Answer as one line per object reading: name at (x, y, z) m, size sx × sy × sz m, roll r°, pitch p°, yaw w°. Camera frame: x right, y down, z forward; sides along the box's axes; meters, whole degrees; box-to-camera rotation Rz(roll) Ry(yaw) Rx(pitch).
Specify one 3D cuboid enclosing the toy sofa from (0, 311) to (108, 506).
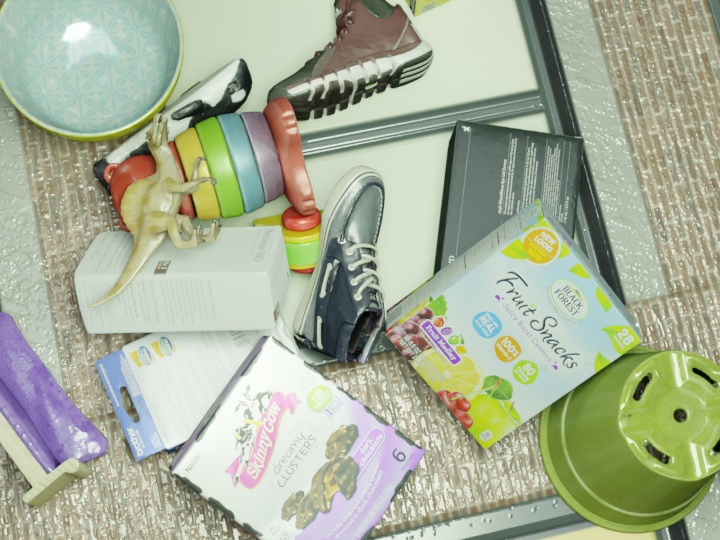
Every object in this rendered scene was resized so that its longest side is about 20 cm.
toy sofa at (-0.348, 0.133, 1.347) m, size 0.097 × 0.083 × 0.200 m, roll -38°, pitch 82°, yaw -10°

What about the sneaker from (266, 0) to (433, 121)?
sneaker at (-0.027, -0.243, 1.472) m, size 0.199 × 0.076 × 0.116 m, roll -20°, pitch 74°, yaw -19°

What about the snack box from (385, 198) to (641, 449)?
snack box at (0.152, 0.055, 1.341) m, size 0.200 × 0.068 × 0.169 m, roll -38°, pitch 107°, yaw 14°

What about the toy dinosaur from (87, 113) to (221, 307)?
toy dinosaur at (-0.193, -0.048, 1.303) m, size 0.100 × 0.058 × 0.202 m, roll 11°, pitch 80°, yaw 17°

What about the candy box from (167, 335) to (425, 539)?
candy box at (-0.065, 0.190, 1.335) m, size 0.199 × 0.072 × 0.168 m, roll 37°, pitch 81°, yaw -7°

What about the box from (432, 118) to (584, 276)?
box at (0.155, -0.047, 1.428) m, size 0.140 × 0.079 × 0.202 m, roll 9°, pitch 77°, yaw -4°

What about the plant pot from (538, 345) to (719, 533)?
plant pot at (0.295, 0.156, 1.333) m, size 0.198 × 0.190 × 0.202 m, roll 1°, pitch 77°, yaw -5°

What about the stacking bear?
stacking bear at (-0.161, -0.099, 1.375) m, size 0.198 × 0.114 × 0.122 m, roll -17°, pitch 115°, yaw -9°

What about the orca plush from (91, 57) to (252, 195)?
orca plush at (-0.188, -0.140, 1.428) m, size 0.200 × 0.105 × 0.071 m, roll -40°, pitch 106°, yaw -11°

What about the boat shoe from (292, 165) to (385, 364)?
boat shoe at (0.000, 0.000, 1.365) m, size 0.074 × 0.093 × 0.202 m, roll 5°, pitch 107°, yaw -40°

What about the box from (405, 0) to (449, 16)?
box at (0.048, -0.396, 1.518) m, size 0.075 × 0.050 × 0.201 m, roll -26°, pitch 80°, yaw -10°

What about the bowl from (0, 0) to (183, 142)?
bowl at (-0.283, -0.221, 1.423) m, size 0.198 × 0.108 × 0.202 m, roll 1°, pitch 77°, yaw -3°

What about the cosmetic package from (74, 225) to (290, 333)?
cosmetic package at (-0.178, 0.009, 1.352) m, size 0.198 × 0.102 × 0.075 m, roll -3°, pitch 119°, yaw 8°

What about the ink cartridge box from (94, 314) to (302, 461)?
ink cartridge box at (-0.163, 0.107, 1.388) m, size 0.199 × 0.042 × 0.120 m, roll -24°, pitch 79°, yaw -12°

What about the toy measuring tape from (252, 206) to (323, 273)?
toy measuring tape at (-0.096, -0.024, 1.404) m, size 0.198 × 0.074 × 0.074 m, roll -13°, pitch 78°, yaw -12°
